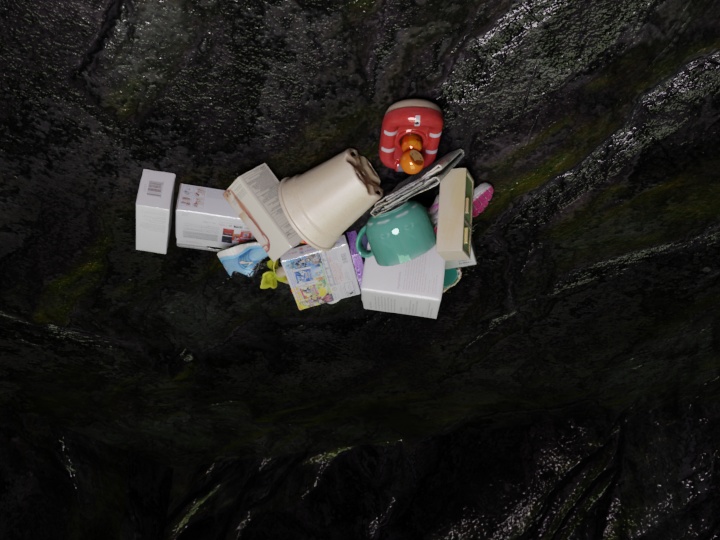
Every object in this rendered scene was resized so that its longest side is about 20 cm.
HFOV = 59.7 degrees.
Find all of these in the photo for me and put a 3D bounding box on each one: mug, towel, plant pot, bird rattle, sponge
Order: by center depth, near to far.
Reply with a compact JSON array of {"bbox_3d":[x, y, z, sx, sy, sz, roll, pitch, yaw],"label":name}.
[{"bbox_3d":[0.127,-0.203,1.413,0.192,0.200,0.035,-25,104,34],"label":"towel"},{"bbox_3d":[-0.057,-0.177,1.445,0.183,0.201,0.200,-32,138,25],"label":"plant pot"},{"bbox_3d":[0.074,-0.089,1.449,0.184,0.152,0.115,-23,107,0],"label":"mug"},{"bbox_3d":[0.000,0.000,1.735,0.030,0.112,0.201,-14,129,0],"label":"sponge"},{"bbox_3d":[-0.184,0.026,1.801,0.199,0.113,0.162,29,156,-34],"label":"bird rattle"}]

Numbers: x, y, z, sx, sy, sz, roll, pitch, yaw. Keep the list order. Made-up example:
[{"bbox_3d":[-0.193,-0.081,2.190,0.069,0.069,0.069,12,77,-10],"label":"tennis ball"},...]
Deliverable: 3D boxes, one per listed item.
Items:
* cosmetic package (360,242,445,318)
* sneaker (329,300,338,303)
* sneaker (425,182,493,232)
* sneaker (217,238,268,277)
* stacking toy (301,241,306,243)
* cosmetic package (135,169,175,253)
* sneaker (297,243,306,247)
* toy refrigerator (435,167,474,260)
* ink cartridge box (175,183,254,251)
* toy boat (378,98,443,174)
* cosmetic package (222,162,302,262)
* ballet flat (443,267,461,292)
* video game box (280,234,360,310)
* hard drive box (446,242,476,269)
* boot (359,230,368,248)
[{"bbox_3d":[0.111,0.011,1.597,0.198,0.168,0.168,8,162,5],"label":"cosmetic package"},{"bbox_3d":[-0.084,0.019,1.865,0.114,0.073,0.201,18,133,-27],"label":"sneaker"},{"bbox_3d":[0.233,-0.166,1.554,0.199,0.089,0.081,-31,153,5],"label":"sneaker"},{"bbox_3d":[-0.264,-0.031,1.573,0.199,0.091,0.078,-13,-171,34],"label":"sneaker"},{"bbox_3d":[-0.187,-0.110,1.609,0.199,0.117,0.110,-9,136,27],"label":"stacking toy"},{"bbox_3d":[-0.506,-0.141,1.547,0.080,0.114,0.200,8,149,-14],"label":"cosmetic package"},{"bbox_3d":[-0.137,-0.071,1.733,0.075,0.071,0.201,17,149,11],"label":"sneaker"},{"bbox_3d":[0.225,-0.130,1.463,0.069,0.202,0.076,-1,163,25],"label":"toy refrigerator"},{"bbox_3d":[-0.366,-0.125,1.601,0.198,0.084,0.176,8,150,-14],"label":"ink cartridge box"},{"bbox_3d":[0.109,-0.264,1.336,0.129,0.132,0.200,1,149,-3],"label":"toy boat"},{"bbox_3d":[-0.214,-0.136,1.471,0.087,0.103,0.201,-34,93,44],"label":"cosmetic package"},{"bbox_3d":[0.252,0.027,1.901,0.064,0.076,0.200,-18,167,-36],"label":"ballet flat"},{"bbox_3d":[-0.106,0.009,1.704,0.181,0.047,0.201,-16,135,-2],"label":"video game box"},{"bbox_3d":[0.219,-0.085,1.689,0.155,0.077,0.200,-10,148,14],"label":"hard drive box"},{"bbox_3d":[0.057,-0.054,1.756,0.096,0.075,0.201,4,142,13],"label":"boot"}]
